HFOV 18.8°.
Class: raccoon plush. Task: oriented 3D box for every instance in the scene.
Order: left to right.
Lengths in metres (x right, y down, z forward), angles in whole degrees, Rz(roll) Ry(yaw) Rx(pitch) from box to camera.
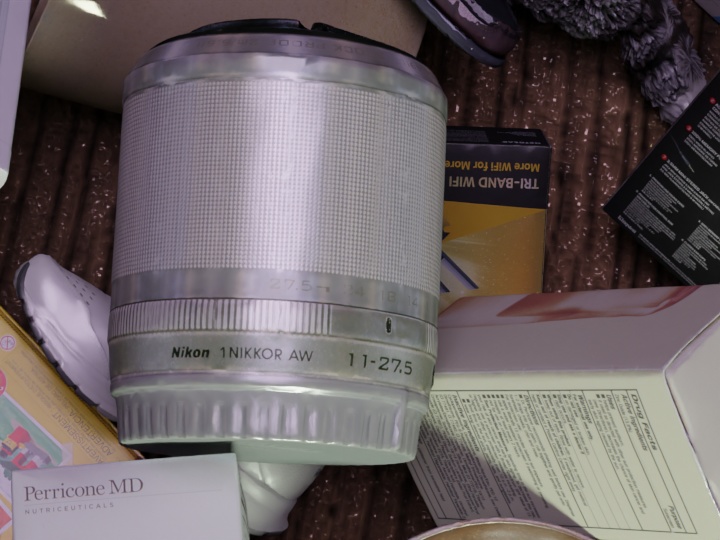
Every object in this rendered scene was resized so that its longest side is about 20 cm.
[{"bbox_3d":[0.103,-0.154,1.276,0.097,0.134,0.201,-32,103,-53],"label":"raccoon plush"}]

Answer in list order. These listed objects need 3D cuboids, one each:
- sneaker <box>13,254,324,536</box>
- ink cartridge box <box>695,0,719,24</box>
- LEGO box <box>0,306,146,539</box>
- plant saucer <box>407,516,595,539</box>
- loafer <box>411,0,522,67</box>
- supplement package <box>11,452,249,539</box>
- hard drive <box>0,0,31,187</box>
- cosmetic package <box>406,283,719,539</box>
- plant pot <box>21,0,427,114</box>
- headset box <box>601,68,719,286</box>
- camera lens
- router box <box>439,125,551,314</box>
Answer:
[{"bbox_3d":[-0.096,0.052,1.146,0.200,0.075,0.087,40,94,-18],"label":"sneaker"},{"bbox_3d":[0.262,-0.220,1.232,0.125,0.200,0.129,-41,78,-14],"label":"ink cartridge box"},{"bbox_3d":[-0.220,0.105,1.171,0.149,0.077,0.200,-42,78,-14],"label":"LEGO box"},{"bbox_3d":[0.070,0.222,1.063,0.199,0.034,0.201,-1,82,4],"label":"plant saucer"},{"bbox_3d":[0.036,-0.201,1.214,0.063,0.072,0.200,-45,59,19],"label":"loafer"},{"bbox_3d":[-0.104,0.199,1.038,0.113,0.110,0.201,-5,72,-2],"label":"supplement package"},{"bbox_3d":[-0.225,-0.086,1.172,0.027,0.132,0.200,30,36,-27],"label":"hard drive"},{"bbox_3d":[0.113,0.070,1.079,0.087,0.200,0.104,-38,113,-36],"label":"cosmetic package"},{"bbox_3d":[-0.070,-0.150,1.222,0.199,0.187,0.188,24,72,-12],"label":"plant pot"},{"bbox_3d":[0.248,-0.058,1.170,0.149,0.200,0.077,42,44,6],"label":"headset box"},{"bbox_3d":[-0.040,-0.012,1.053,0.159,0.160,0.201,3,81,-1],"label":"camera lens"},{"bbox_3d":[0.000,0.000,1.189,0.199,0.052,0.158,1,105,-2],"label":"router box"}]
